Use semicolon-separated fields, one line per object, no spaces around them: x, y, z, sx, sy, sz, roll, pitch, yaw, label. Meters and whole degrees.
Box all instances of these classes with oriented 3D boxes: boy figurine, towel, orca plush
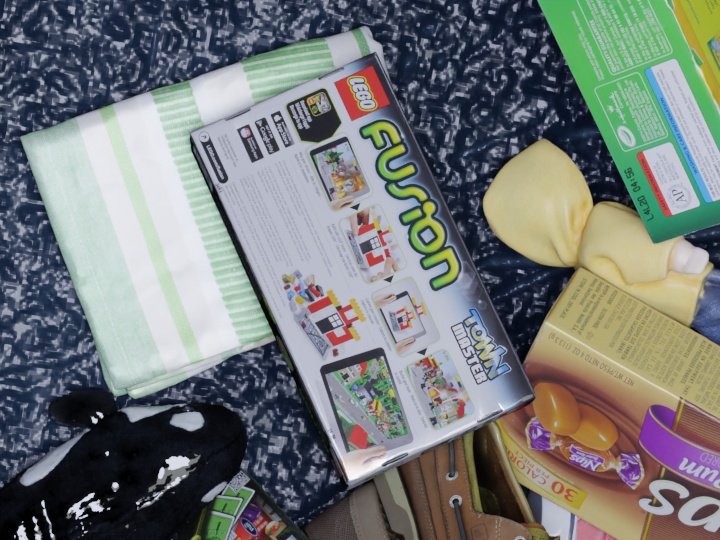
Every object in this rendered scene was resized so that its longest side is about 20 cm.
0.161;-0.002;1.347;0.199;0.124;0.065;29;82;15;boy figurine
-0.063;-0.033;1.337;0.199;0.023;0.153;-20;99;-8;towel
-0.155;0.119;1.299;0.199;0.071;0.106;-6;95;-4;orca plush

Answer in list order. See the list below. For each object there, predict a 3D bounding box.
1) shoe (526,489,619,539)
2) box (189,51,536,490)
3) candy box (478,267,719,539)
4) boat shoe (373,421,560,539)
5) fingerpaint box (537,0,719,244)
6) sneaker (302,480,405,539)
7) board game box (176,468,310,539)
0.125;0.222;1.380;0.090;0.071;0.202;9;90;-9;shoe
0.000;0.000;1.295;0.109;0.035;0.201;-23;82;-7;box
0.174;0.098;1.324;0.199;0.057;0.117;31;134;7;candy box
0.068;0.152;1.280;0.068;0.201;0.072;-39;145;18;boat shoe
0.167;-0.141;1.302;0.073;0.167;0.201;-19;105;35;fingerpaint box
0.012;0.208;1.297;0.075;0.201;0.070;-33;136;21;sneaker
-0.048;0.189;1.280;0.105;0.200;0.023;-47;129;-3;board game box
